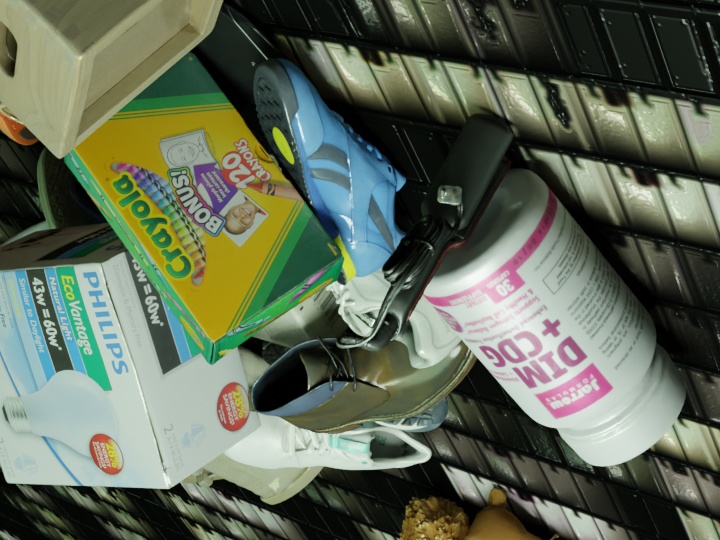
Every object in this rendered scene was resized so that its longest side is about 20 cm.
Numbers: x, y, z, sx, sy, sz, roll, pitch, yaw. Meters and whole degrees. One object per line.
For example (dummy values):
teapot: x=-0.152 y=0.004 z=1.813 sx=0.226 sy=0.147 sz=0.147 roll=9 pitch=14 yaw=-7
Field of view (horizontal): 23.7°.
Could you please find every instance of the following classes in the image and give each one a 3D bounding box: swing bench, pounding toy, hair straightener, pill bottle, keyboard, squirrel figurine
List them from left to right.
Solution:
pounding toy: x=-0.203 y=-0.184 z=1.163 sx=0.142 sy=0.184 sz=0.200 roll=44 pitch=156 yaw=4
swing bench: x=-0.154 y=0.133 z=1.646 sx=0.199 sy=0.130 sz=0.199 roll=32 pitch=165 yaw=-39
keyboard: x=-0.101 y=-0.135 z=1.319 sx=0.127 sy=0.021 sz=0.200 roll=49 pitch=154 yaw=-11
hair straightener: x=0.041 y=-0.029 z=1.102 sx=0.041 sy=0.200 sz=0.077 roll=28 pitch=152 yaw=17
squirrel figurine: x=0.111 y=0.296 z=1.656 sx=0.199 sy=0.142 sz=0.187 roll=19 pitch=143 yaw=29
pill bottle: x=0.135 y=0.036 z=1.194 sx=0.200 sy=0.114 sz=0.113 roll=48 pitch=153 yaw=-23

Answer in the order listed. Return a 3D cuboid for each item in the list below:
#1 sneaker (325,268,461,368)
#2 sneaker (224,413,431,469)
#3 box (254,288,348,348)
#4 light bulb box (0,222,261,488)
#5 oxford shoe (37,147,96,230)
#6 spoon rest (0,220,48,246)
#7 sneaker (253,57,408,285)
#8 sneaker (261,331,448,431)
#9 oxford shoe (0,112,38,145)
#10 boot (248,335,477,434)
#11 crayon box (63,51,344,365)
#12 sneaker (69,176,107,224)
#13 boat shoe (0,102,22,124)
sneaker: x=0.000 y=0.000 z=1.350 sx=0.199 sy=0.081 sz=0.075 roll=34 pitch=157 yaw=11
sneaker: x=-0.028 y=0.151 z=1.560 sx=0.199 sy=0.076 sz=0.088 roll=4 pitch=-173 yaw=-28
box: x=-0.100 y=0.009 z=1.507 sx=0.199 sy=0.069 sz=0.082 roll=16 pitch=149 yaw=39
light bulb box: x=-0.217 y=0.068 z=1.434 sx=0.199 sy=0.125 sz=0.200 roll=-5 pitch=107 yaw=38
oxford shoe: x=-0.246 y=-0.023 z=1.571 sx=0.058 sy=0.075 sz=0.201 roll=-26 pitch=88 yaw=60
spoon rest: x=-0.293 y=-0.026 z=1.732 sx=0.199 sy=0.061 sz=0.100 roll=-6 pitch=135 yaw=38
sneaker: x=-0.017 y=-0.083 z=1.257 sx=0.066 sy=0.078 sz=0.201 roll=45 pitch=163 yaw=51
sneaker: x=0.008 y=0.095 z=1.532 sx=0.199 sy=0.078 sz=0.086 roll=24 pitch=166 yaw=39
oxford shoe: x=-0.333 y=-0.187 z=1.475 sx=0.073 sy=0.071 sz=0.201 roll=29 pitch=155 yaw=28
boot: x=0.001 y=0.087 z=1.408 sx=0.199 sy=0.075 sz=0.097 roll=-29 pitch=156 yaw=34
crayon box: x=-0.118 y=-0.047 z=1.262 sx=0.200 sy=0.118 sz=0.058 roll=53 pitch=163 yaw=12
sneaker: x=-0.173 y=-0.050 z=1.468 sx=0.199 sy=0.066 sz=0.078 roll=14 pitch=175 yaw=42
boat shoe: x=-0.219 y=-0.112 z=1.439 sx=0.199 sy=0.069 sz=0.074 roll=30 pitch=166 yaw=23
